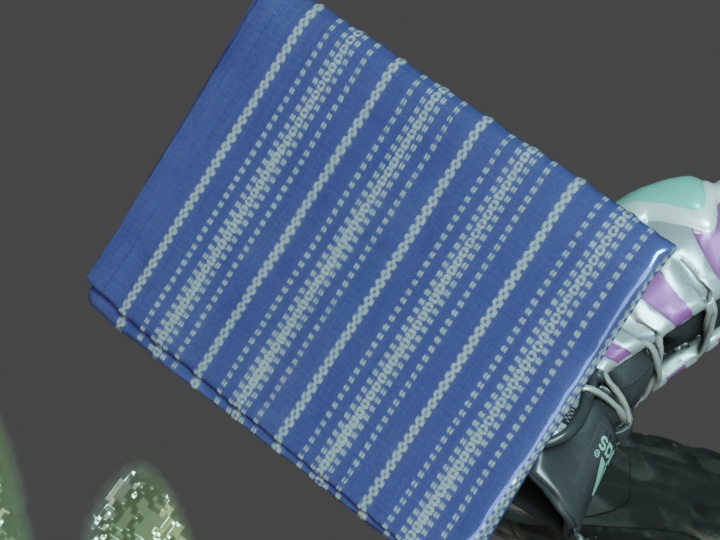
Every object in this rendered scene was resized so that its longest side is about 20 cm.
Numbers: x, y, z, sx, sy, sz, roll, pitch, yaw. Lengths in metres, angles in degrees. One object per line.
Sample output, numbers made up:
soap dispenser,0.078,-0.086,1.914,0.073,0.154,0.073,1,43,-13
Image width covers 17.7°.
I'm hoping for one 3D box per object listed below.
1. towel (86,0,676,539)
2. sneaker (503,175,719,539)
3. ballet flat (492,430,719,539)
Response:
towel,0.000,0.000,0.834,0.200,0.024,0.145,36,99,29
sneaker,0.093,0.046,0.850,0.199,0.140,0.078,-12,145,5
ballet flat,0.134,0.103,0.926,0.199,0.057,0.067,22,74,-15
